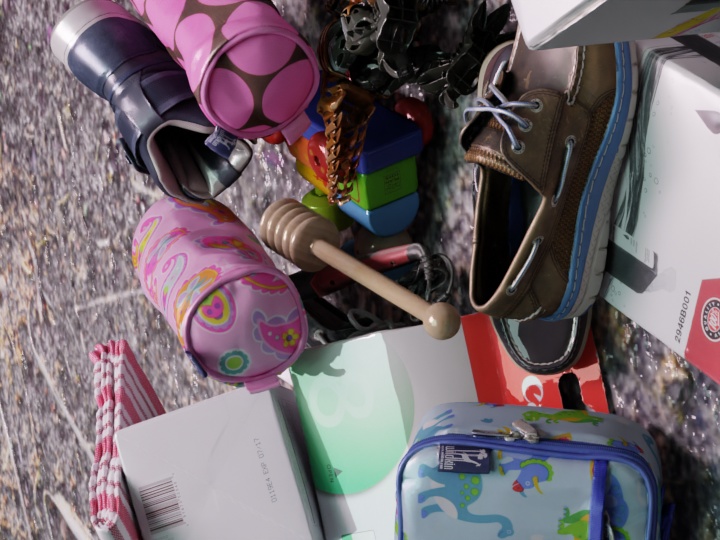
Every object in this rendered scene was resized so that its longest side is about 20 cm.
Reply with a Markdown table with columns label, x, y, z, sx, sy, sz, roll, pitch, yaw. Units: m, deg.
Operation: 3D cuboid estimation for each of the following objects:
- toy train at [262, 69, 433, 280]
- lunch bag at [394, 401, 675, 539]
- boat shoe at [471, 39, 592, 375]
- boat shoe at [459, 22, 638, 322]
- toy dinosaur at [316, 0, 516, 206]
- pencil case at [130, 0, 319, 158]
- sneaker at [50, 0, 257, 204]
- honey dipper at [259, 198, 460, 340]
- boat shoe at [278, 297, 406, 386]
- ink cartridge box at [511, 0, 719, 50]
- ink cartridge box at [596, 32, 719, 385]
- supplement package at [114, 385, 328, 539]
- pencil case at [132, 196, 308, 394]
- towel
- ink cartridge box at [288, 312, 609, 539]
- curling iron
| label | x | y | z | sx | sy | sz | roll | pitch | yaw |
| --- | --- | --- | --- | --- | --- | --- | --- | --- | --- |
| toy train | -0.030 | -0.078 | 1.422 | 0.200 | 0.084 | 0.116 | 35 | 140 | 48 |
| lunch bag | 0.099 | 0.180 | 1.226 | 0.082 | 0.160 | 0.201 | -61 | -24 | -71 |
| boat shoe | 0.097 | -0.036 | 1.230 | 0.071 | 0.065 | 0.201 | -2 | 94 | 13 |
| boat shoe | 0.094 | -0.067 | 1.088 | 0.072 | 0.072 | 0.201 | 21 | 114 | 53 |
| toy dinosaur | 0.019 | -0.141 | 1.303 | 0.135 | 0.102 | 0.201 | -1 | 91 | 57 |
| pencil case | -0.096 | -0.161 | 1.353 | 0.091 | 0.094 | 0.200 | -43 | 43 | 10 |
| sneaker | -0.114 | -0.106 | 1.452 | 0.146 | 0.202 | 0.077 | 47 | 107 | 23 |
| honey dipper | 0.000 | 0.000 | 1.302 | 0.200 | 0.038 | 0.038 | 30 | 122 | 53 |
| boat shoe | 0.002 | 0.060 | 1.408 | 0.199 | 0.073 | 0.068 | 31 | 103 | 42 |
| ink cartridge box | 0.170 | -0.204 | 0.977 | 0.146 | 0.199 | 0.148 | -34 | 70 | 54 |
| ink cartridge box | 0.180 | -0.046 | 1.105 | 0.200 | 0.083 | 0.145 | 40 | 129 | 46 |
| supplement package | -0.073 | 0.151 | 1.412 | 0.200 | 0.109 | 0.114 | 36 | -144 | -75 |
| pencil case | -0.094 | 0.012 | 1.363 | 0.200 | 0.087 | 0.088 | -135 | 44 | -65 |
| towel | -0.145 | 0.157 | 1.410 | 0.201 | 0.030 | 0.147 | -96 | -15 | -53 |
| ink cartridge box | 0.059 | 0.110 | 1.291 | 0.199 | 0.050 | 0.162 | -14 | 86 | 35 |
| curling iron | -0.017 | 0.014 | 1.369 | 0.199 | 0.025 | 0.050 | -6 | 91 | 44 |
